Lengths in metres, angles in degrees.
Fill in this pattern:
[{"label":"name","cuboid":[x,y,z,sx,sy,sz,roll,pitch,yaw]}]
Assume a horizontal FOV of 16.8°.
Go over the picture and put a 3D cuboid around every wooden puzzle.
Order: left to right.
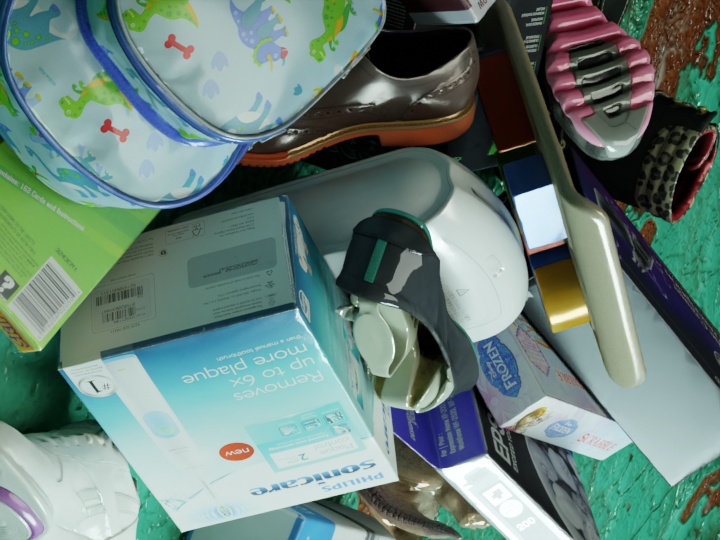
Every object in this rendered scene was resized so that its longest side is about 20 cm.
[{"label":"wooden puzzle","cuboid":[0.113,-0.045,1.523,0.046,0.200,0.186,-21,139,0]}]

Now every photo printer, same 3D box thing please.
[{"label":"photo printer","cuboid":[0.000,0.000,1.509,0.166,0.199,0.070,52,25,-56]}]

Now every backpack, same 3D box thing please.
[{"label":"backpack","cuboid":[-0.102,-0.135,1.273,0.200,0.147,0.183,-49,116,-15]}]

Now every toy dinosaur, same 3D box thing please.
[{"label":"toy dinosaur","cuboid":[0.027,0.131,1.677,0.086,0.136,0.200,-39,-165,17]}]

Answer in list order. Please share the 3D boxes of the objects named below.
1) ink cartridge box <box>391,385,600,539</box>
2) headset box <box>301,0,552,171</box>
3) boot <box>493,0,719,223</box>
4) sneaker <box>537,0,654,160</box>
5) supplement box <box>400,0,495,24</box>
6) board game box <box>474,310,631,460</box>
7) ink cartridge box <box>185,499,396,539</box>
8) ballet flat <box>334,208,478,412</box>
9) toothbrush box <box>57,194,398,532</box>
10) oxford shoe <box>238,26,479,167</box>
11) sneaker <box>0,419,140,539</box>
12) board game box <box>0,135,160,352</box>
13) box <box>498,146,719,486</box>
[{"label":"ink cartridge box","cuboid":[0.082,0.098,1.658,0.043,0.198,0.200,-36,122,16]},{"label":"headset box","cuboid":[0.041,-0.154,1.580,0.174,0.093,0.201,-14,120,-55]},{"label":"boot","cuboid":[0.203,-0.136,1.799,0.204,0.153,0.073,-63,150,-13]},{"label":"sneaker","cuboid":[0.142,-0.136,1.691,0.079,0.200,0.096,-8,137,-17]},{"label":"supplement box","cuboid":[0.031,-0.253,1.408,0.109,0.061,0.200,-49,120,-25]},{"label":"board game box","cuboid":[0.103,0.029,1.704,0.041,0.200,0.200,-35,156,16]},{"label":"ink cartridge box","cuboid":[-0.049,0.231,1.677,0.200,0.086,0.147,23,88,-60]},{"label":"ballet flat","cuboid":[0.024,0.040,1.441,0.073,0.073,0.200,-57,155,-21]},{"label":"toothbrush box","cuboid":[-0.076,0.059,1.442,0.200,0.146,0.086,63,17,-53]},{"label":"oxford shoe","cuboid":[-0.026,-0.113,1.438,0.199,0.071,0.073,-9,141,-16]},{"label":"sneaker","cuboid":[-0.186,0.118,1.414,0.200,0.075,0.100,57,41,-56]},{"label":"board game box","cuboid":[-0.151,-0.059,1.345,0.096,0.030,0.200,51,62,-22]},{"label":"box","cuboid":[0.183,0.032,1.720,0.200,0.079,0.141,49,19,-24]}]
